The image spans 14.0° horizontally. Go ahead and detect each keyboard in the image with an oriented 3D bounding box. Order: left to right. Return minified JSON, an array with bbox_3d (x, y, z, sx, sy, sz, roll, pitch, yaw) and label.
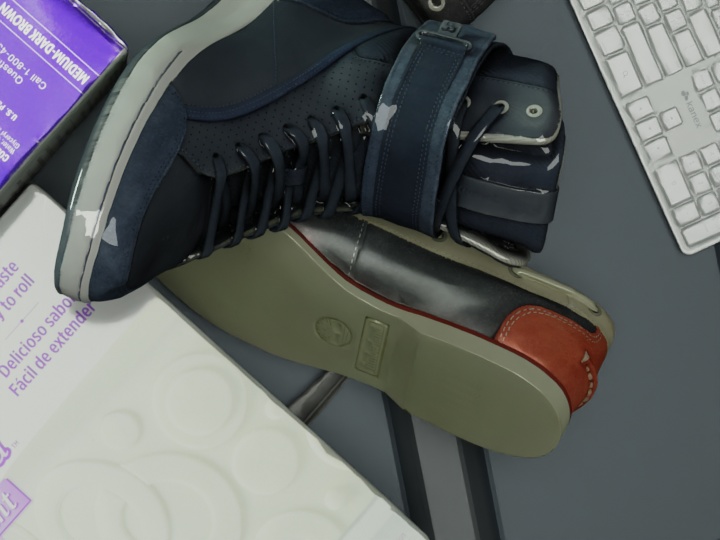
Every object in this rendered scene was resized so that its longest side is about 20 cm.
[{"bbox_3d":[0.111,-0.108,1.143,0.056,0.011,0.201,-25,92,-4],"label":"keyboard"}]

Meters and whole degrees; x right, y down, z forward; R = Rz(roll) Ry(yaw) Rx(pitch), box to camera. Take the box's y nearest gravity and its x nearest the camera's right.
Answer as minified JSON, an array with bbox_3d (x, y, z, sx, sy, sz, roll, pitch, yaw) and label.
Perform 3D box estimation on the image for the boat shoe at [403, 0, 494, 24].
[{"bbox_3d":[-0.025,-0.163,1.106,0.200,0.070,0.066,40,86,-12],"label":"boat shoe"}]

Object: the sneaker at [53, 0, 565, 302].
[{"bbox_3d":[-0.009,-0.034,1.034,0.146,0.202,0.077,24,130,12],"label":"sneaker"}]

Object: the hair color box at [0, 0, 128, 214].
[{"bbox_3d":[-0.172,-0.023,1.070,0.065,0.109,0.200,40,87,-4],"label":"hair color box"}]

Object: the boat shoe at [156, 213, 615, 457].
[{"bbox_3d":[0.000,0.000,1.109,0.200,0.071,0.063,27,51,8],"label":"boat shoe"}]

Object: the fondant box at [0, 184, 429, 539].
[{"bbox_3d":[-0.095,0.088,1.093,0.200,0.058,0.144,42,86,0],"label":"fondant box"}]

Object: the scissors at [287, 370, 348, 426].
[{"bbox_3d":[-0.065,0.106,1.131,0.200,0.014,0.073,-30,91,-5],"label":"scissors"}]
